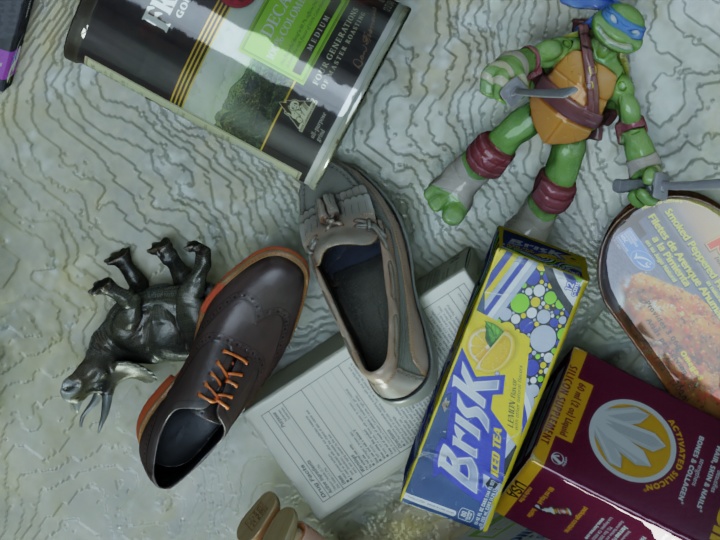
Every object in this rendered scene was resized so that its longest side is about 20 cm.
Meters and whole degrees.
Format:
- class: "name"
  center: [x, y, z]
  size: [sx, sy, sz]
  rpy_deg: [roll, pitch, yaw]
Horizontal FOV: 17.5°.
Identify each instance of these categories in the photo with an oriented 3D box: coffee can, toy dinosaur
- class: "coffee can"
  center: [-0.085, -0.167, 1.637]
  size: [0.200, 0.146, 0.147]
  rpy_deg: [28, 105, -2]
- class: "toy dinosaur"
  center: [-0.137, 0.032, 1.742]
  size: [0.200, 0.077, 0.102]
  rpy_deg: [-22, 113, 6]

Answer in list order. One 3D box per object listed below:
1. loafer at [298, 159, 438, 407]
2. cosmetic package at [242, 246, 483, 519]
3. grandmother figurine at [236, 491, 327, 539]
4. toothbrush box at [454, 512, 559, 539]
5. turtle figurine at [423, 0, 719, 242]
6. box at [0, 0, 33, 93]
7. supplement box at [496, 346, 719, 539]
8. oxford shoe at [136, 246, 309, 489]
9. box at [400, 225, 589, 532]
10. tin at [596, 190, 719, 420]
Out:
- class: "loafer"
  center: [0.000, 0.000, 1.662]
  size: [0.072, 0.063, 0.200]
  rpy_deg: [-29, 63, 16]
- class: "cosmetic package"
  center: [0.025, 0.083, 1.725]
  size: [0.200, 0.073, 0.104]
  rpy_deg: [-32, 99, 13]
- class: "grandmother figurine"
  center: [-0.002, 0.236, 1.748]
  size: [0.200, 0.121, 0.061]
  rpy_deg: [37, 95, -28]
- class: "toothbrush box"
  center: [0.113, 0.296, 1.722]
  size: [0.086, 0.146, 0.200]
  rpy_deg: [2, 109, 39]
- class: "turtle figurine"
  center: [0.135, -0.082, 1.621]
  size: [0.144, 0.200, 0.194]
  rpy_deg: [6, 135, -37]
- class: "box"
  center: [-0.298, -0.245, 1.699]
  size: [0.143, 0.036, 0.200]
  rpy_deg: [18, 107, 1]
- class: "supplement box"
  center: [0.212, 0.158, 1.690]
  size: [0.200, 0.110, 0.086]
  rpy_deg: [27, 144, -1]
- class: "oxford shoe"
  center: [-0.094, 0.074, 1.682]
  size: [0.071, 0.073, 0.200]
  rpy_deg: [25, 112, -16]
- class: "box"
  center: [0.093, 0.077, 1.647]
  size: [0.070, 0.064, 0.200]
  rpy_deg: [20, 105, -1]
- class: "tin"
  center: [0.254, 0.031, 1.705]
  size: [0.112, 0.042, 0.200]
  rpy_deg: [-33, 99, 17]
